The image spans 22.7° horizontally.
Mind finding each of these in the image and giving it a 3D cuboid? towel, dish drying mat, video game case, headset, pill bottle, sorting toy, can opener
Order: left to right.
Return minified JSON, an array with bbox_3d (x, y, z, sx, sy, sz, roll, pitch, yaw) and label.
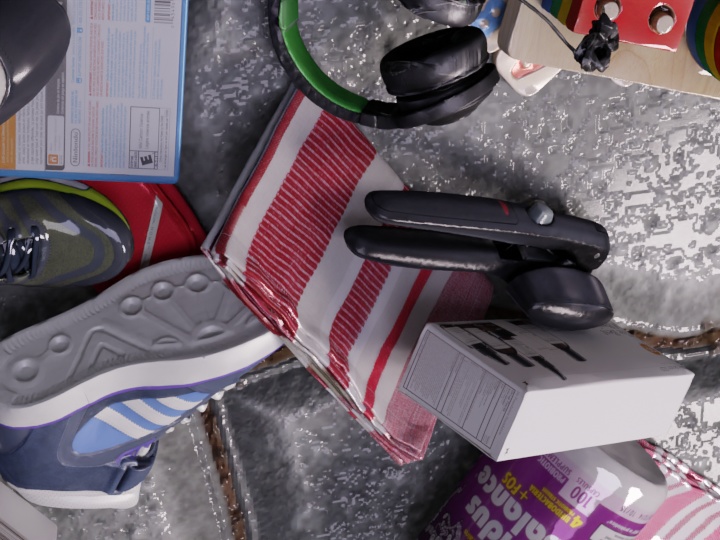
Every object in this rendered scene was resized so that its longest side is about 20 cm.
[{"bbox_3d":[-0.194,-0.120,0.972,0.198,0.018,0.144,2,117,-8],"label":"video game case"},{"bbox_3d":[-0.164,-0.063,1.031,0.076,0.018,0.201,-32,121,3],"label":"dish drying mat"},{"bbox_3d":[0.000,0.000,1.060,0.200,0.023,0.145,48,51,-30],"label":"towel"},{"bbox_3d":[0.043,-0.133,0.986,0.198,0.094,0.125,6,115,12],"label":"headset"},{"bbox_3d":[0.077,-0.018,1.080,0.199,0.079,0.064,15,116,-37],"label":"can opener"},{"bbox_3d":[0.102,0.184,1.183,0.112,0.112,0.201,30,104,-27],"label":"pill bottle"},{"bbox_3d":[0.216,0.217,1.282,0.199,0.030,0.147,34,103,-28],"label":"towel"},{"bbox_3d":[0.205,-0.195,1.032,0.197,0.070,0.202,8,111,-22],"label":"sorting toy"}]

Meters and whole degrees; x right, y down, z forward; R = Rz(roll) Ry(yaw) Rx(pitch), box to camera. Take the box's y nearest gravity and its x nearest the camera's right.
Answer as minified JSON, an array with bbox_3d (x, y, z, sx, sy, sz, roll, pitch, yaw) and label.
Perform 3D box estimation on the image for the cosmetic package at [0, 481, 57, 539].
[{"bbox_3d":[-0.279,0.218,1.067,0.199,0.108,0.085,-37,121,16],"label":"cosmetic package"}]

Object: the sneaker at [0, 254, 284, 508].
[{"bbox_3d":[-0.127,0.076,1.080,0.198,0.081,0.147,-20,145,-12],"label":"sneaker"}]

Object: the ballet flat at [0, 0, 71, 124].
[{"bbox_3d":[-0.241,-0.081,0.938,0.199,0.073,0.073,-25,121,6],"label":"ballet flat"}]

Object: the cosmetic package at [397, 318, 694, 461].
[{"bbox_3d":[0.118,0.067,1.094,0.199,0.082,0.051,-1,120,-52],"label":"cosmetic package"}]

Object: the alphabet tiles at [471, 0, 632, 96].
[{"bbox_3d":[0.135,-0.204,1.053,0.195,0.015,0.200,-42,120,7],"label":"alphabet tiles"}]

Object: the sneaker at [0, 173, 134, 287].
[{"bbox_3d":[-0.225,-0.007,0.997,0.198,0.081,0.074,-1,123,-9],"label":"sneaker"}]
